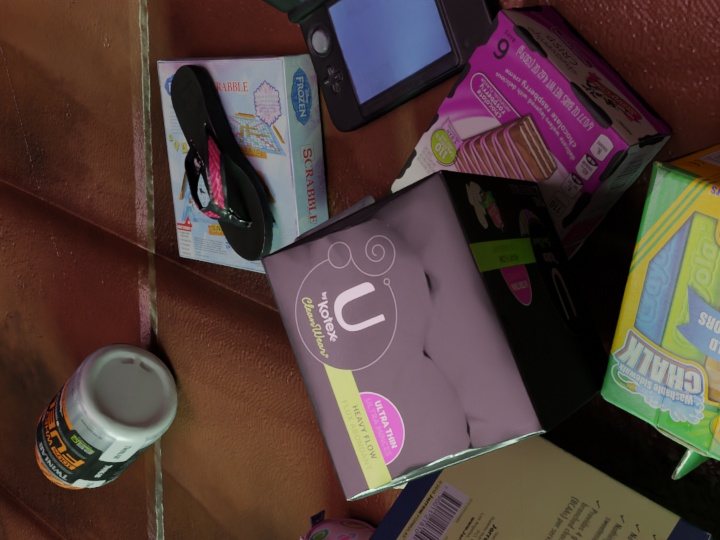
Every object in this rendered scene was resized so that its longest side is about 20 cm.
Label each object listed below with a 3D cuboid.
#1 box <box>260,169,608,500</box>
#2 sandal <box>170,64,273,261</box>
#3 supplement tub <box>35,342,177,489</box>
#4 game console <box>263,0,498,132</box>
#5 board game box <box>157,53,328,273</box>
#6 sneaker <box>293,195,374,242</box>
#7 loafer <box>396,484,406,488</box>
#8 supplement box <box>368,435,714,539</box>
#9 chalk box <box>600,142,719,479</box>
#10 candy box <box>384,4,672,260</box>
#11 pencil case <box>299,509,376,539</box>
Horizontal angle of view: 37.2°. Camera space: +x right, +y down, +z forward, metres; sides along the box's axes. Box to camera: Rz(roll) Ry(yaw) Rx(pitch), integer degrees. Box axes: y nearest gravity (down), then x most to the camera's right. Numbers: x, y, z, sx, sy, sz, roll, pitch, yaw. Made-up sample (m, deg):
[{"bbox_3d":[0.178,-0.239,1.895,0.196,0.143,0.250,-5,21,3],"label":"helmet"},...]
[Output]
[{"bbox_3d":[0.056,0.032,0.650,0.124,0.200,0.150,-24,83,22],"label":"box"},{"bbox_3d":[-0.140,-0.095,0.986,0.075,0.045,0.201,-36,75,47],"label":"sandal"},{"bbox_3d":[-0.305,0.178,1.257,0.200,0.122,0.123,-43,71,45],"label":"supplement tub"},{"bbox_3d":[-0.016,-0.212,0.826,0.199,0.116,0.177,-21,87,49],"label":"game console"},{"bbox_3d":[-0.113,-0.103,1.020,0.199,0.041,0.201,11,110,45],"label":"board game box"},{"bbox_3d":[0.000,0.000,0.862,0.100,0.070,0.200,62,-179,-2],"label":"sneaker"},{"bbox_3d":[0.040,0.108,0.903,0.076,0.068,0.201,38,127,33],"label":"loafer"},{"bbox_3d":[0.117,0.234,0.741,0.199,0.134,0.201,28,77,39],"label":"supplement box"},{"bbox_3d":[0.234,0.038,0.633,0.123,0.124,0.202,27,122,39],"label":"chalk box"},{"bbox_3d":[0.110,-0.070,0.777,0.137,0.061,0.201,51,134,22],"label":"candy box"},{"bbox_3d":[-0.019,0.338,1.028,0.087,0.087,0.202,18,116,42],"label":"pencil case"}]
